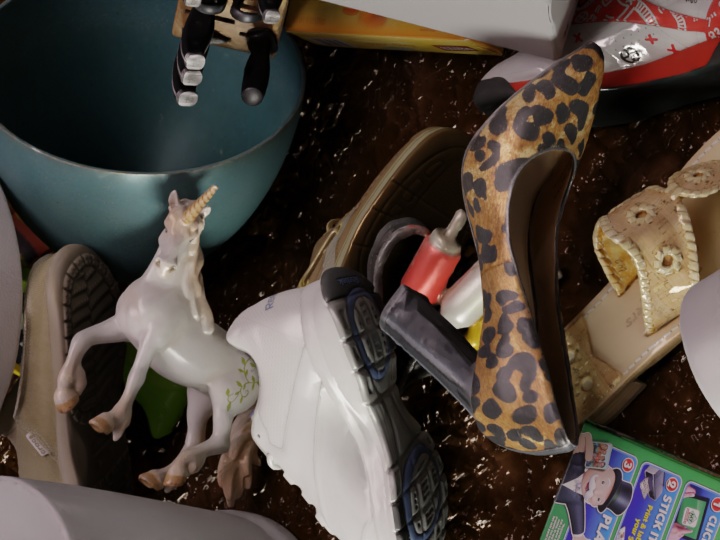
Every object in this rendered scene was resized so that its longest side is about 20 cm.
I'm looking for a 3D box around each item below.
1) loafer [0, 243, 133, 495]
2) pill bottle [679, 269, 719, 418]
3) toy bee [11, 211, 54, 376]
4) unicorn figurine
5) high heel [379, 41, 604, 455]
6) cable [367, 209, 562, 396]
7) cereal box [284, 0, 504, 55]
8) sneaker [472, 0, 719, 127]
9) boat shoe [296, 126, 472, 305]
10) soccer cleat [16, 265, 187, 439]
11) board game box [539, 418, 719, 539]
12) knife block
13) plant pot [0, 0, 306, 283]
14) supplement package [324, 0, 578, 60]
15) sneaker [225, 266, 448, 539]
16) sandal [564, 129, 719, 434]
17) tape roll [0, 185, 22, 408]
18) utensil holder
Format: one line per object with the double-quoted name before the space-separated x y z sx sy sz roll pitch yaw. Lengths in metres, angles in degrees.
"loafer" -0.183 0.076 1.602 0.068 0.076 0.200 11 118 23
"pill bottle" 0.260 0.006 1.289 0.200 0.114 0.114 -31 59 31
"toy bee" -0.260 0.040 1.736 0.131 0.109 0.200 24 101 14
"unicorn figurine" -0.108 0.044 1.552 0.074 0.200 0.137 24 73 34
"high heel" 0.106 -0.008 1.403 0.143 0.071 0.200 42 108 37
"cable" 0.021 0.052 1.505 0.200 0.097 0.050 -56 13 10
"cereal box" 0.037 -0.226 1.538 0.144 0.040 0.200 6 83 42
"sneaker" 0.153 -0.145 1.459 0.201 0.067 0.108 -10 70 36
"boat shoe" 0.000 0.000 1.546 0.200 0.074 0.066 -59 34 6
"soccer cleat" -0.195 0.042 1.666 0.200 0.068 0.081 22 102 10
"board game box" 0.138 0.194 1.401 0.135 0.029 0.200 23 93 42
"knife block" -0.074 -0.164 1.577 0.200 0.064 0.176 124 158 -79
"plant pot" -0.138 -0.072 1.632 0.200 0.200 0.135 51 148 37
"supplement package" 0.025 -0.209 1.417 0.200 0.121 0.120 16 73 13
"sneaker" -0.010 0.098 1.488 0.087 0.075 0.200 -13 99 25
"sandal" 0.148 0.000 1.418 0.212 0.070 0.078 -53 50 17
"tape roll" -0.269 0.014 1.616 0.203 0.037 0.203 0 90 52
"utensil holder" -0.144 0.207 1.529 0.170 0.200 0.170 -14 68 38
